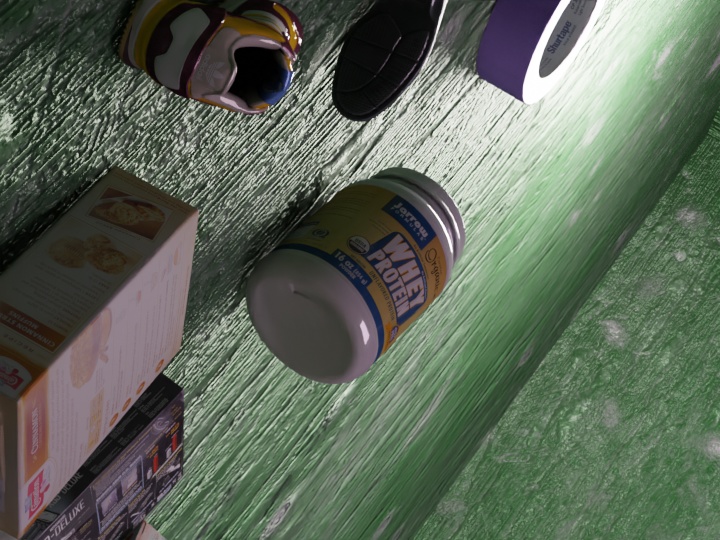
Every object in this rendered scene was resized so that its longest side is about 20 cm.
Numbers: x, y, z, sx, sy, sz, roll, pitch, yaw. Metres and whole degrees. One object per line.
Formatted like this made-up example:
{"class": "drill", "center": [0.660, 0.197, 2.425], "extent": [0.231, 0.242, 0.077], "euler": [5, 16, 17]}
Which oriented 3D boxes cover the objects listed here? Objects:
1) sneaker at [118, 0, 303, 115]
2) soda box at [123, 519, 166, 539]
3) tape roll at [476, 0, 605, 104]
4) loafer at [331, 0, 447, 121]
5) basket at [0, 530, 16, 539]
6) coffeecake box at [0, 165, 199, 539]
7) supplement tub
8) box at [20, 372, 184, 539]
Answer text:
{"class": "sneaker", "center": [-0.076, -0.140, 0.875], "extent": [0.200, 0.090, 0.075], "euler": [-22, 142, -63]}
{"class": "soda box", "center": [-0.246, 0.326, 1.187], "extent": [0.200, 0.068, 0.064], "euler": [-46, -173, 6]}
{"class": "tape roll", "center": [0.214, -0.293, 1.489], "extent": [0.200, 0.066, 0.200], "euler": [-52, 164, -22]}
{"class": "loafer", "center": [0.042, -0.218, 1.122], "extent": [0.200, 0.072, 0.063], "euler": [-63, 169, 11]}
{"class": "basket", "center": [-0.289, 0.316, 0.916], "extent": [0.200, 0.198, 0.161], "euler": [-29, 150, -60]}
{"class": "coffeecake box", "center": [-0.196, 0.053, 0.871], "extent": [0.200, 0.073, 0.154], "euler": [-53, 166, -42]}
{"class": "supplement tub", "center": [0.000, 0.000, 1.262], "extent": [0.200, 0.144, 0.145], "euler": [-44, 159, -40]}
{"class": "box", "center": [-0.232, 0.196, 1.118], "extent": [0.200, 0.050, 0.158], "euler": [-47, 161, -33]}
